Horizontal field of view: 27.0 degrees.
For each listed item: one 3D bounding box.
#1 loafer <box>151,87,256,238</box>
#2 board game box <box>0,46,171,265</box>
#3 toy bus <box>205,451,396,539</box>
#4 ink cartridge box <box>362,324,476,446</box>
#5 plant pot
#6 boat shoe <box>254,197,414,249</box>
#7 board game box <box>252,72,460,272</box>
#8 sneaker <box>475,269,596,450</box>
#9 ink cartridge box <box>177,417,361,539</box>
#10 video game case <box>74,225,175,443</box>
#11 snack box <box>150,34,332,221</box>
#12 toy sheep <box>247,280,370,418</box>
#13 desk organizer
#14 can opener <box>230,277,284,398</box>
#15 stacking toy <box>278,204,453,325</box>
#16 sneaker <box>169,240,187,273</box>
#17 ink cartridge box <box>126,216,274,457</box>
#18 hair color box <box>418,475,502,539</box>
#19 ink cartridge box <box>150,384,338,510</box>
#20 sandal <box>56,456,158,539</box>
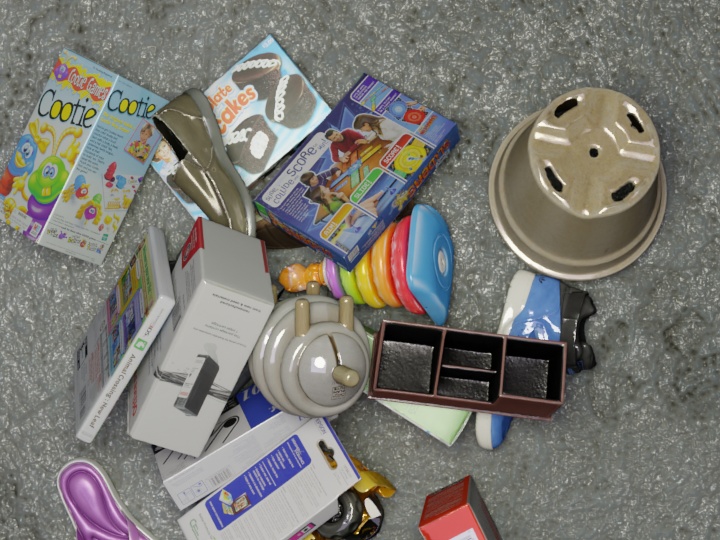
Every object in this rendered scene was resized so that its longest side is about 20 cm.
[{"bbox_3d":[-0.174,-0.098,1.640,0.069,0.075,0.202,-19,78,-23],"label":"loafer"},{"bbox_3d":[-0.309,-0.126,1.666,0.103,0.105,0.202,28,93,36],"label":"board game box"},{"bbox_3d":[-0.087,0.255,1.660,0.200,0.136,0.192,-45,70,2],"label":"toy bus"},{"bbox_3d":[0.031,0.113,1.650,0.199,0.104,0.060,32,92,5],"label":"ink cartridge box"},{"bbox_3d":[0.237,-0.103,1.574,0.198,0.184,0.203,0,80,2],"label":"plant pot"},{"bbox_3d":[-0.039,-0.080,1.683,0.198,0.072,0.077,-12,63,6],"label":"boat shoe"},{"bbox_3d":[-0.004,-0.110,1.630,0.135,0.035,0.200,32,71,27],"label":"board game box"},{"bbox_3d":[0.199,0.109,1.646,0.110,0.077,0.202,15,85,15],"label":"sneaker"},{"bbox_3d":[-0.093,0.246,1.579,0.199,0.037,0.095,-38,56,7],"label":"ink cartridge box"},{"bbox_3d":[-0.258,0.065,1.622,0.022,0.200,0.183,27,105,-20],"label":"video game case"},{"bbox_3d":[-0.139,-0.157,1.699,0.200,0.037,0.116,-40,86,5],"label":"snack box"},{"bbox_3d":[-0.050,0.086,1.534,0.136,0.200,0.140,-3,100,-20],"label":"toy sheep"},{"bbox_3d":[0.111,0.103,1.558,0.197,0.077,0.073,7,74,-3],"label":"desk organizer"},{"bbox_3d":[-0.140,0.099,1.693,0.066,0.053,0.201,38,96,6],"label":"can opener"},{"bbox_3d":[0.000,0.000,1.665,0.198,0.116,0.111,-6,60,23],"label":"stacking toy"},{"bbox_3d":[-0.184,0.050,1.692,0.103,0.060,0.202,-8,86,10],"label":"sneaker"},{"bbox_3d":[-0.170,0.070,1.568,0.083,0.145,0.201,21,114,-18],"label":"ink cartridge box"},{"bbox_3d":[0.112,0.287,1.594,0.061,0.200,0.102,-27,87,5],"label":"hair color box"},{"bbox_3d":[-0.128,0.176,1.639,0.199,0.094,0.044,-30,114,-4],"label":"ink cartridge box"},{"bbox_3d":[-0.285,0.308,1.707,0.082,0.050,0.203,-37,87,5],"label":"sandal"}]
